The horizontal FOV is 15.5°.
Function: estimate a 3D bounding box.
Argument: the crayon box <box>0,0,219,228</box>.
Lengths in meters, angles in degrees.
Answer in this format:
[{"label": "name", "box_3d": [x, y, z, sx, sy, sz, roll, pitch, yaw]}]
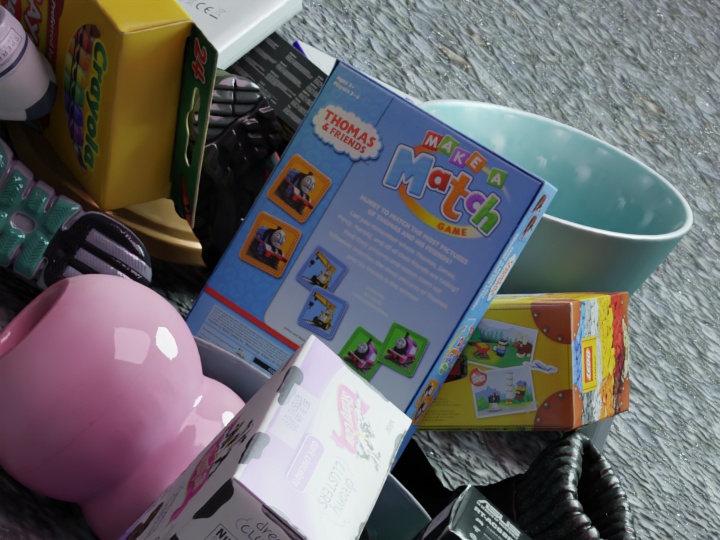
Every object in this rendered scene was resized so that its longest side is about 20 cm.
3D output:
[{"label": "crayon box", "box_3d": [-0.154, -0.126, 1.546, 0.051, 0.127, 0.200, -13, 41, -29]}]

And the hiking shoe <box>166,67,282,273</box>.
[{"label": "hiking shoe", "box_3d": [-0.084, -0.055, 1.614, 0.101, 0.076, 0.200, 38, -29, 41]}]

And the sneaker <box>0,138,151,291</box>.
[{"label": "sneaker", "box_3d": [-0.212, -0.029, 1.551, 0.200, 0.075, 0.088, 36, -12, 5]}]

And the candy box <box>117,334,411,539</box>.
[{"label": "candy box", "box_3d": [-0.077, 0.147, 1.280, 0.072, 0.200, 0.168, 41, 23, -5]}]

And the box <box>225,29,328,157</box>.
[{"label": "box", "box_3d": [-0.055, -0.112, 1.793, 0.200, 0.044, 0.160, 42, -9, 33]}]

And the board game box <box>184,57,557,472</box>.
[{"label": "board game box", "box_3d": [0.000, 0.000, 1.537, 0.151, 0.200, 0.037, 32, 4, 20]}]

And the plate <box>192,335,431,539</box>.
[{"label": "plate", "box_3d": [-0.042, 0.105, 1.511, 0.200, 0.026, 0.200, 35, -15, 11]}]

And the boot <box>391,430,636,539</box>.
[{"label": "boot", "box_3d": [0.074, 0.138, 1.583, 0.079, 0.158, 0.211, 20, 33, -43]}]

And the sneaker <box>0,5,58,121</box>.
[{"label": "sneaker", "box_3d": [-0.246, -0.128, 1.579, 0.200, 0.073, 0.071, 31, -21, 56]}]

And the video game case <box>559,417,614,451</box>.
[{"label": "video game case", "box_3d": [0.116, 0.032, 1.884, 0.200, 0.018, 0.143, 53, -19, 20]}]

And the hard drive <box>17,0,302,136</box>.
[{"label": "hard drive", "box_3d": [-0.150, -0.153, 1.696, 0.132, 0.026, 0.200, 29, 50, 25]}]

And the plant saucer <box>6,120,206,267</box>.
[{"label": "plant saucer", "box_3d": [-0.131, -0.081, 1.714, 0.200, 0.038, 0.200, 22, 32, -15]}]

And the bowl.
[{"label": "bowl", "box_3d": [0.109, -0.024, 1.746, 0.200, 0.105, 0.201, 17, 21, -6]}]

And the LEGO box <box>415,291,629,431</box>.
[{"label": "LEGO box", "box_3d": [0.052, 0.055, 1.614, 0.149, 0.199, 0.078, -5, 94, -71]}]

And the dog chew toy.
[{"label": "dog chew toy", "box_3d": [-0.111, 0.098, 1.416, 0.200, 0.124, 0.125, 46, 23, -14]}]

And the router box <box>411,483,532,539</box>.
[{"label": "router box", "box_3d": [0.077, 0.237, 1.438, 0.200, 0.150, 0.062, 43, 24, -4]}]

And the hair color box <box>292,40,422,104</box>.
[{"label": "hair color box", "box_3d": [0.025, -0.086, 1.979, 0.200, 0.065, 0.109, 22, 26, -35]}]
